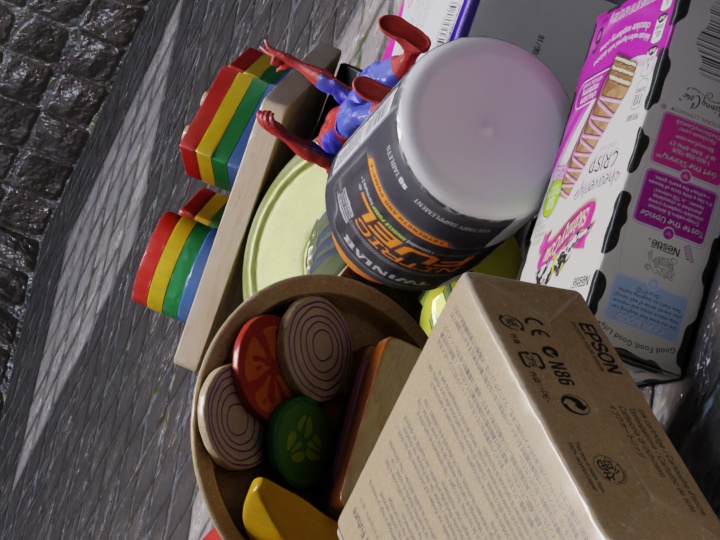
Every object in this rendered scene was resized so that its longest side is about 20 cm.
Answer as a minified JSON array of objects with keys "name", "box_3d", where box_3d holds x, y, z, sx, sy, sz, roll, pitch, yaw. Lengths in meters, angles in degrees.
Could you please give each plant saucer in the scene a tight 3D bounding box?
[{"name":"plant saucer","box_3d":[-0.008,-0.005,1.878,0.199,0.031,0.202,-9,75,37]}]

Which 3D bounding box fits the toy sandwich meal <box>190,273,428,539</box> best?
[{"name":"toy sandwich meal","box_3d":[0.001,0.095,1.575,0.070,0.204,0.207,-16,53,53]}]

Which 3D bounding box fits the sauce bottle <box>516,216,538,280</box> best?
[{"name":"sauce bottle","box_3d":[0.085,0.070,1.553,0.066,0.066,0.201,143,148,-69]}]

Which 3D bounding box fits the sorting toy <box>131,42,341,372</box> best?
[{"name":"sorting toy","box_3d":[-0.094,-0.057,2.031,0.199,0.069,0.201,-56,-13,-71]}]

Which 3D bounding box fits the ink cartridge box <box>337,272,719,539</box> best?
[{"name":"ink cartridge box","box_3d":[0.077,0.126,1.339,0.165,0.075,0.200,-65,32,30]}]

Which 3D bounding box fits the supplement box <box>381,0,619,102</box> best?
[{"name":"supplement box","box_3d":[0.083,-0.134,1.783,0.200,0.103,0.102,-145,74,-76]}]

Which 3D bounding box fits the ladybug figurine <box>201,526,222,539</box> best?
[{"name":"ladybug figurine","box_3d":[-0.039,0.182,1.732,0.200,0.135,0.073,144,138,-83]}]

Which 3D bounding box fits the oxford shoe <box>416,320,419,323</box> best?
[{"name":"oxford shoe","box_3d":[0.005,0.110,1.796,0.073,0.071,0.201,-88,16,-71]}]

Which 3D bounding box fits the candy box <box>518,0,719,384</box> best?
[{"name":"candy box","box_3d":[0.141,-0.043,1.476,0.136,0.061,0.201,157,131,-73]}]

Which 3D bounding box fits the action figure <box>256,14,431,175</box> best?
[{"name":"action figure","box_3d":[-0.023,-0.110,1.765,0.200,0.098,0.066,119,176,-73]}]

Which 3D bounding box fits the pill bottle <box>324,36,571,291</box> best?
[{"name":"pill bottle","box_3d":[0.042,-0.051,1.627,0.200,0.106,0.107,135,152,-68]}]

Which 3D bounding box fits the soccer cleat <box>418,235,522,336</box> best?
[{"name":"soccer cleat","box_3d":[0.060,0.073,1.704,0.083,0.065,0.201,19,84,49]}]

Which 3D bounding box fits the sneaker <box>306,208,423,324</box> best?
[{"name":"sneaker","box_3d":[0.000,0.000,1.770,0.090,0.067,0.201,-11,36,46]}]

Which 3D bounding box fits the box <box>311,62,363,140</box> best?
[{"name":"box","box_3d":[0.010,-0.049,2.014,0.200,0.086,0.165,-136,66,-77]}]
